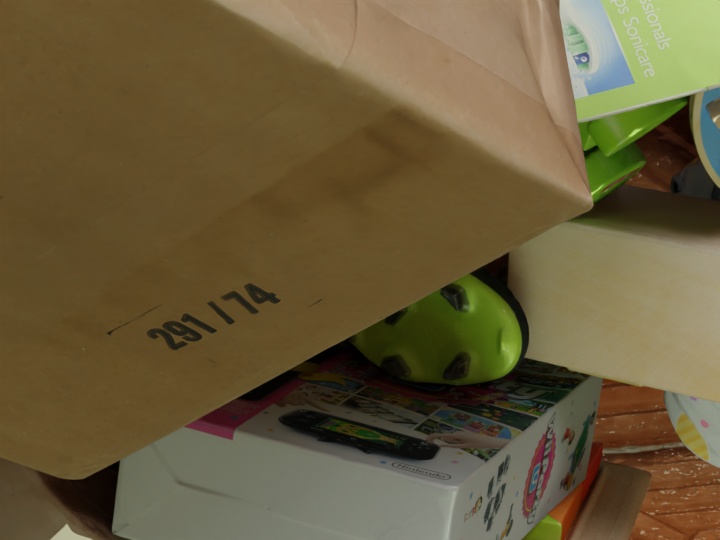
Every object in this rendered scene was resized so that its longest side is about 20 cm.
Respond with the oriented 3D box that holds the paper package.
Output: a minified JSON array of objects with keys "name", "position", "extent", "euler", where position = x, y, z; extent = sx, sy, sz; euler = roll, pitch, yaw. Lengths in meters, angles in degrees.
[{"name":"paper package","position":[-0.076,-0.049,0.467],"extent":[0.190,0.104,0.199],"euler":[26,139,-35]}]

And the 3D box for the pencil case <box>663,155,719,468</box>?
[{"name":"pencil case","position":[0.188,0.020,0.949],"extent":[0.090,0.084,0.201],"euler":[-4,147,6]}]

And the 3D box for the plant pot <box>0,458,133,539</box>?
[{"name":"plant pot","position":[-0.162,0.124,0.897],"extent":[0.199,0.201,0.173],"euler":[30,124,-36]}]

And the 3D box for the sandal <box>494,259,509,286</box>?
[{"name":"sandal","position":[0.080,0.031,0.994],"extent":[0.080,0.054,0.200],"euler":[22,151,-3]}]

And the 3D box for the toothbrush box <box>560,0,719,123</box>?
[{"name":"toothbrush box","position":[0.051,-0.113,0.584],"extent":[0.198,0.146,0.086],"euler":[-15,124,24]}]

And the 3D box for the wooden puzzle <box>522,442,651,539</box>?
[{"name":"wooden puzzle","position":[0.043,0.099,0.972],"extent":[0.183,0.038,0.200],"euler":[12,-170,12]}]

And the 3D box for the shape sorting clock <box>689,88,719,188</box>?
[{"name":"shape sorting clock","position":[0.216,-0.072,0.717],"extent":[0.198,0.040,0.201],"euler":[-4,148,-2]}]

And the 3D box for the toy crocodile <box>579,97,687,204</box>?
[{"name":"toy crocodile","position":[0.094,-0.076,0.774],"extent":[0.061,0.068,0.200],"euler":[-33,171,-12]}]

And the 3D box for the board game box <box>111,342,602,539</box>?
[{"name":"board game box","position":[0.006,0.074,0.870],"extent":[0.146,0.065,0.200],"euler":[14,-164,20]}]

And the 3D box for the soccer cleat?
[{"name":"soccer cleat","position":[0.000,0.000,0.884],"extent":[0.199,0.081,0.068],"euler":[15,116,37]}]

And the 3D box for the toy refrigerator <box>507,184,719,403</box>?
[{"name":"toy refrigerator","position":[0.162,0.018,0.809],"extent":[0.199,0.071,0.076],"euler":[13,-161,34]}]
